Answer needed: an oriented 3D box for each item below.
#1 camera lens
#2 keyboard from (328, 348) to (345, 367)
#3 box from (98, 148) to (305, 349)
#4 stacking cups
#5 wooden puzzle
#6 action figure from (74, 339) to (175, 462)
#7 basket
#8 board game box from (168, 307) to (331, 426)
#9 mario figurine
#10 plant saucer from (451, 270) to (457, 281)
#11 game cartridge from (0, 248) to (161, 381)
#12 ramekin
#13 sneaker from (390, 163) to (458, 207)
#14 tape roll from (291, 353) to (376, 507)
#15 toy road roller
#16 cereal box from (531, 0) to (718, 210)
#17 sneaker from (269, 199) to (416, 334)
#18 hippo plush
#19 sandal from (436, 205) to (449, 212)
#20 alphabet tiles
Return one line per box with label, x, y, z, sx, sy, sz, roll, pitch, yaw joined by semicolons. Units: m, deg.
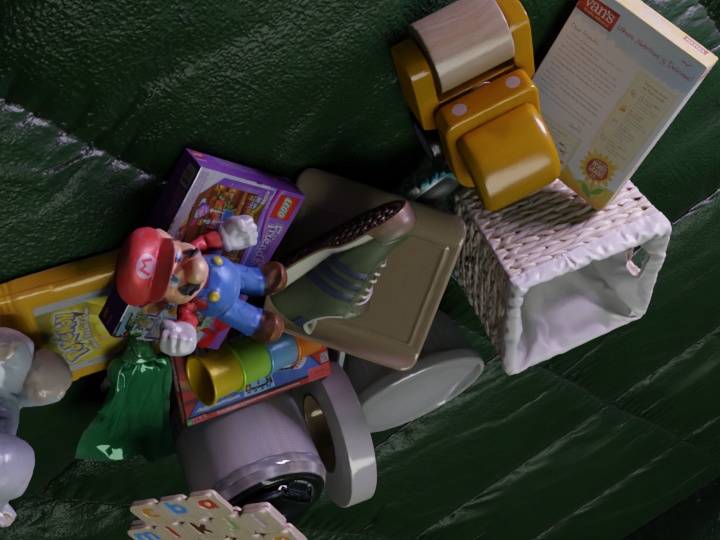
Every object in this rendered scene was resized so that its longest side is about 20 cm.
camera lens;-0.144;0.214;1.243;0.160;0.200;0.160;-20;147;-13
keyboard;-0.038;0.116;1.321;0.011;0.056;0.200;-12;145;-18
box;-0.159;-0.015;1.017;0.137;0.039;0.200;13;115;-46
stacking cups;-0.100;0.086;1.151;0.200;0.061;0.061;-25;152;-35
wooden puzzle;0.000;0.000;1.097;0.184;0.037;0.200;18;122;0
action figure;-0.256;0.142;1.141;0.118;0.055;0.200;-3;137;-24
basket;0.226;-0.017;1.184;0.199;0.161;0.198;-21;147;-9
board game box;-0.126;0.100;1.179;0.200;0.019;0.103;-17;104;-34
mario figurine;-0.137;0.013;0.940;0.106;0.124;0.200;-44;146;21
plant saucer;0.195;-0.055;1.282;0.200;0.027;0.200;-20;148;-13
game cartridge;-0.294;0.056;1.066;0.199;0.032;0.177;-19;147;-17
ramekin;0.058;0.130;1.357;0.202;0.094;0.203;-22;156;-10
sneaker;0.049;-0.037;1.122;0.091;0.078;0.200;41;122;-9
tape roll;-0.038;0.204;1.312;0.037;0.203;0.203;-16;146;-20
toy road roller;0.123;-0.153;0.975;0.123;0.146;0.200;-27;148;-1
cereal box;0.249;-0.178;1.040;0.039;0.144;0.200;-35;161;-46
sneaker;-0.009;0.004;1.040;0.200;0.067;0.090;-26;109;31
hippo plush;-0.390;0.159;0.987;0.159;0.161;0.200;28;135;-33
sandal;0.054;0.005;1.219;0.057;0.080;0.201;12;132;-28
alphabet tiles;-0.165;0.306;1.169;0.199;0.015;0.196;-14;135;25
